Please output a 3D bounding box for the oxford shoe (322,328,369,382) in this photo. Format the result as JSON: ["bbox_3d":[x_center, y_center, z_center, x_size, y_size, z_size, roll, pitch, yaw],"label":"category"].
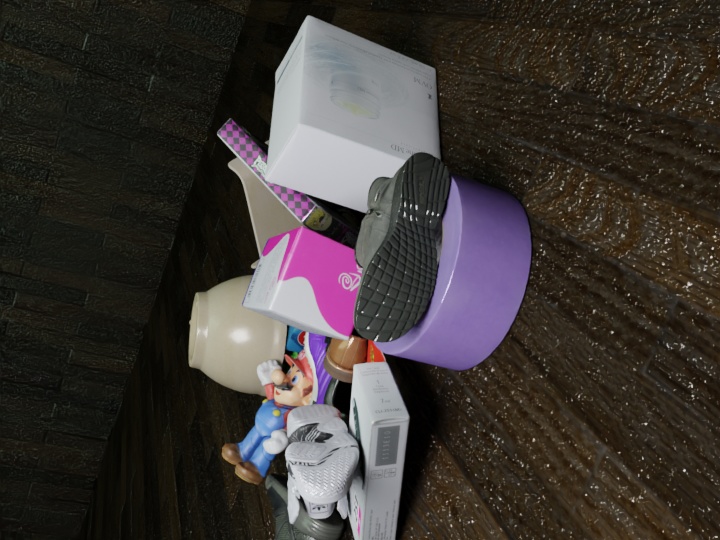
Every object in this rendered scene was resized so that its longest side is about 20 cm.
[{"bbox_3d":[-0.003,0.059,0.965,0.200,0.071,0.071,-89,17,-63],"label":"oxford shoe"}]

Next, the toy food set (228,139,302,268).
[{"bbox_3d":[-0.146,-0.118,1.271,0.060,0.143,0.200,22,134,38],"label":"toy food set"}]

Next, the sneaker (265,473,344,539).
[{"bbox_3d":[-0.094,0.346,1.008,0.199,0.076,0.115,20,88,63],"label":"sneaker"}]

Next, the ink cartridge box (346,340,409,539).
[{"bbox_3d":[0.006,0.183,0.837,0.174,0.043,0.200,-114,24,-57],"label":"ink cartridge box"}]

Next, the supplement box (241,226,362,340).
[{"bbox_3d":[-0.068,0.017,0.917,0.101,0.103,0.200,-69,14,-7],"label":"supplement box"}]

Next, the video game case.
[{"bbox_3d":[-0.096,-0.119,1.092,0.036,0.181,0.200,-47,65,6],"label":"video game case"}]

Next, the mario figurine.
[{"bbox_3d":[-0.128,0.194,1.078,0.200,0.123,0.106,-56,-17,-6],"label":"mario figurine"}]

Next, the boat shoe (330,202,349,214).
[{"bbox_3d":[-0.033,-0.121,1.208,0.200,0.072,0.071,171,105,-78],"label":"boat shoe"}]

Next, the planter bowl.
[{"bbox_3d":[-0.204,0.100,1.216,0.200,0.134,0.201,-175,90,-72],"label":"planter bowl"}]

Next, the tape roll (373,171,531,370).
[{"bbox_3d":[0.086,0.000,0.800,0.200,0.085,0.200,131,147,-48],"label":"tape roll"}]

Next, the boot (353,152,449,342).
[{"bbox_3d":[0.028,-0.016,0.772,0.131,0.068,0.201,-27,43,67],"label":"boot"}]

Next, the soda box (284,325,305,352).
[{"bbox_3d":[-0.095,0.050,1.229,0.068,0.064,0.200,-63,24,25],"label":"soda box"}]

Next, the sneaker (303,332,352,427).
[{"bbox_3d":[-0.022,0.130,1.008,0.099,0.069,0.201,-39,44,45],"label":"sneaker"}]

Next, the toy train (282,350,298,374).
[{"bbox_3d":[-0.121,0.159,1.253,0.200,0.042,0.057,169,104,-66],"label":"toy train"}]

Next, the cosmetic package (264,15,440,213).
[{"bbox_3d":[-0.008,-0.198,1.004,0.123,0.199,0.200,-46,35,49],"label":"cosmetic package"}]

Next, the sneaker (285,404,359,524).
[{"bbox_3d":[-0.041,0.225,0.800,0.200,0.075,0.115,-128,34,-77],"label":"sneaker"}]
